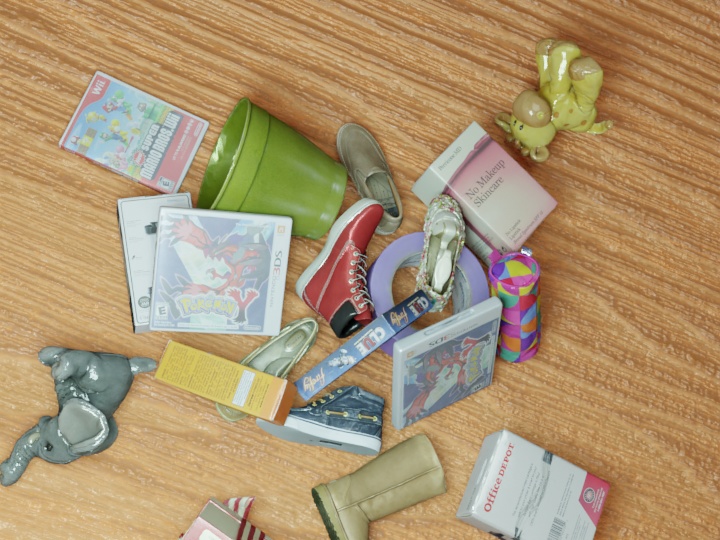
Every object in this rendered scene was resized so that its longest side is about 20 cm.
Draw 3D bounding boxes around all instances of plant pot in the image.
[{"bbox_3d":[-0.130,-0.139,1.572,0.191,0.200,0.202,22,70,-20],"label":"plant pot"}]

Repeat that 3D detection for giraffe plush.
[{"bbox_3d":[0.324,-0.283,1.756,0.161,0.173,0.201,-31,118,-10],"label":"giraffe plush"}]

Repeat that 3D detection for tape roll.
[{"bbox_3d":[0.102,0.045,1.622,0.198,0.085,0.202,4,73,-13],"label":"tape roll"}]

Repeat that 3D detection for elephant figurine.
[{"bbox_3d":[-0.405,0.215,1.435,0.141,0.154,0.202,17,78,-55],"label":"elephant figurine"}]

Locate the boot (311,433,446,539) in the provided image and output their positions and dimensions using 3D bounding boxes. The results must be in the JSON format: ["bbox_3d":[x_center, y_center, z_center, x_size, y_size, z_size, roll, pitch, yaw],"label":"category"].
[{"bbox_3d":[0.046,0.364,1.526,0.198,0.066,0.177,-19,80,-20],"label":"boot"}]

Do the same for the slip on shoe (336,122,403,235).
[{"bbox_3d":[0.019,-0.159,1.671,0.075,0.061,0.202,-15,78,-18],"label":"slip on shoe"}]

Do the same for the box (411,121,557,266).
[{"bbox_3d":[0.206,-0.125,1.684,0.200,0.109,0.128,44,69,1],"label":"box"}]

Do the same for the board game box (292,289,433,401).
[{"bbox_3d":[0.004,0.111,1.494,0.035,0.200,0.135,54,32,5],"label":"board game box"}]

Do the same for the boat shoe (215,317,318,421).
[{"bbox_3d":[-0.142,0.148,1.540,0.200,0.063,0.073,-41,87,-21],"label":"boat shoe"}]

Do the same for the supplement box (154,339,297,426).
[{"bbox_3d":[-0.198,0.165,1.479,0.198,0.067,0.069,16,78,15],"label":"supplement box"}]

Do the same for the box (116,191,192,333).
[{"bbox_3d":[-0.305,-0.013,1.547,0.115,0.060,0.202,-8,77,-16],"label":"box"}]

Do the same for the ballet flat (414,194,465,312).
[{"bbox_3d":[0.131,-0.033,1.574,0.075,0.064,0.202,11,71,-10],"label":"ballet flat"}]

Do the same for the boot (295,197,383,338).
[{"bbox_3d":[0.000,0.000,1.548,0.144,0.072,0.201,43,105,37],"label":"boot"}]

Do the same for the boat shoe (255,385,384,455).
[{"bbox_3d":[-0.059,0.219,1.544,0.198,0.071,0.092,15,63,-13],"label":"boat shoe"}]

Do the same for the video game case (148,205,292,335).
[{"bbox_3d":[-0.207,0.003,1.491,0.198,0.023,0.184,4,101,-18],"label":"video game case"}]

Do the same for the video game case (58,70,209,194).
[{"bbox_3d":[-0.361,-0.218,1.614,0.198,0.017,0.144,24,70,-6],"label":"video game case"}]

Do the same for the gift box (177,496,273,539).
[{"bbox_3d":[-0.179,0.425,1.383,0.184,0.187,0.200,40,84,1],"label":"gift box"}]

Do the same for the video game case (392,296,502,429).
[{"bbox_3d":[0.131,0.145,1.540,0.181,0.201,0.023,-23,51,-19],"label":"video game case"}]

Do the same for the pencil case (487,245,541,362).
[{"bbox_3d":[0.246,0.057,1.600,0.087,0.201,0.089,-5,44,5],"label":"pencil case"}]

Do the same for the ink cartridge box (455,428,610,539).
[{"bbox_3d":[0.269,0.359,1.573,0.199,0.084,0.146,27,70,-6],"label":"ink cartridge box"}]
